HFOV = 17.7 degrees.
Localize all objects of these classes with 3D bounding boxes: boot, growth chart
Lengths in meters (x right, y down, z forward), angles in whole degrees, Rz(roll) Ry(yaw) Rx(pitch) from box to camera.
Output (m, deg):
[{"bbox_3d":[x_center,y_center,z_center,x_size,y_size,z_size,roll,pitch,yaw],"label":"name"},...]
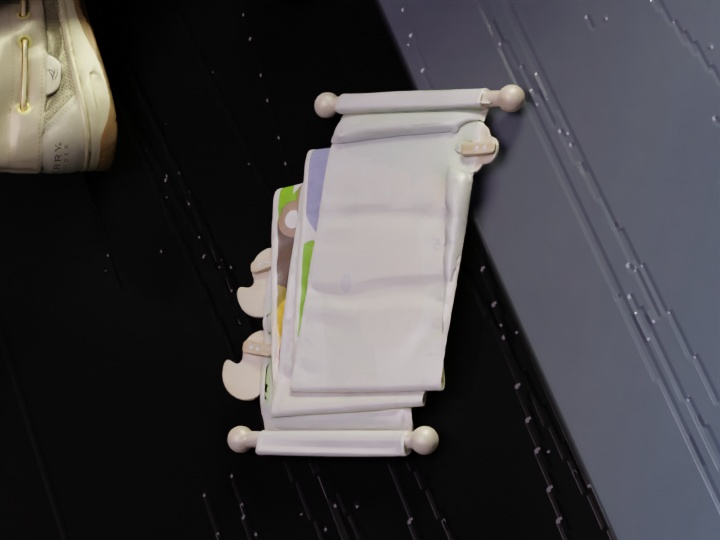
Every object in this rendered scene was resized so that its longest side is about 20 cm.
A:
[{"bbox_3d":[-0.232,-0.130,1.265,0.073,0.155,0.200,114,140,-59],"label":"boot"},{"bbox_3d":[0.000,0.000,1.144,0.144,0.018,0.201,8,82,38],"label":"growth chart"}]
